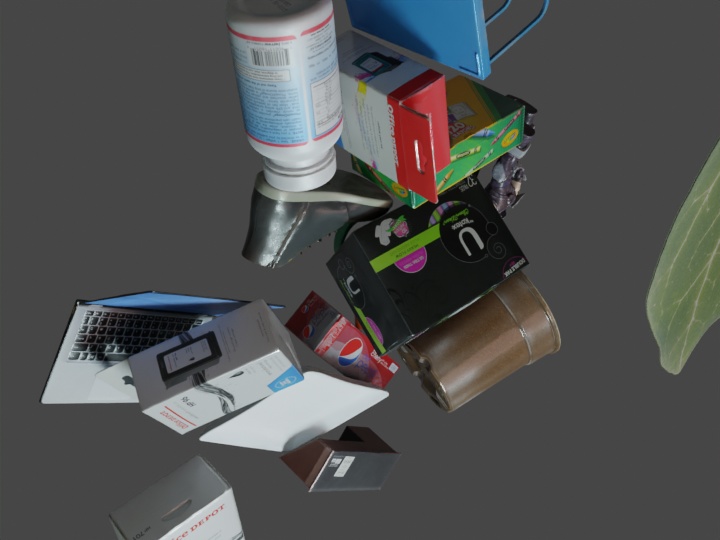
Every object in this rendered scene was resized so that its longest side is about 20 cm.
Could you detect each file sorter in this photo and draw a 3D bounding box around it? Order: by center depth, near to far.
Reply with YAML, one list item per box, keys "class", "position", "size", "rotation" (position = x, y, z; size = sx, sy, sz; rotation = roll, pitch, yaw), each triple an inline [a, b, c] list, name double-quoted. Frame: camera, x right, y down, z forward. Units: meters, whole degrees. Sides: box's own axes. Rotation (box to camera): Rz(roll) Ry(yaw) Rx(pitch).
- class: "file sorter"
  position: [0.082, -0.317, 0.875]
  size: [0.123, 0.199, 0.140]
  rotation: [-42, 141, -21]

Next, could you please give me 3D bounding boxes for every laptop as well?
- class: "laptop"
  position: [-0.217, 0.091, 0.930]
  size: [0.186, 0.116, 0.202]
  rotation: [10, 110, -49]

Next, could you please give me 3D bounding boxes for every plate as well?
- class: "plate"
  position: [-0.089, 0.187, 1.151]
  size: [0.199, 0.033, 0.199]
  rotation: [-33, 149, 23]

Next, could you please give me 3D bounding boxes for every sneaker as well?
- class: "sneaker"
  position: [-0.055, -0.063, 1.031]
  size: [0.198, 0.075, 0.107]
  rotation: [0, 123, -37]

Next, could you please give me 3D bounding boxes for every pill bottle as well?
- class: "pill bottle"
  position: [-0.074, -0.188, 0.876]
  size: [0.108, 0.108, 0.202]
  rotation: [-30, 137, -27]

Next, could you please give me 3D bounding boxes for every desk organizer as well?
- class: "desk organizer"
  position: [-0.029, 0.287, 1.300]
  size: [0.199, 0.077, 0.072]
  rotation: [21, 103, -56]

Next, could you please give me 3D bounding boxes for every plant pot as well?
- class: "plant pot"
  position: [0.167, 0.100, 1.300]
  size: [0.197, 0.200, 0.201]
  rotation: [-34, 139, -10]

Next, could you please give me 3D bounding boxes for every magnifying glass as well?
- class: "magnifying glass"
  position: [0.000, 0.000, 1.172]
  size: [0.079, 0.022, 0.202]
  rotation: [-28, 134, -29]

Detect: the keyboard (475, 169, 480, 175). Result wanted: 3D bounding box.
- class: "keyboard"
  position: [0.122, -0.115, 1.214]
  size: [0.126, 0.021, 0.202]
  rotation: [-5, 121, -51]

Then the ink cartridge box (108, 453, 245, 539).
- class: "ink cartridge box"
  position: [-0.239, 0.372, 1.144]
  size: [0.146, 0.086, 0.202]
  rotation: [-30, 135, -28]

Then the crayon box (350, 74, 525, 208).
- class: "crayon box"
  position: [0.098, -0.168, 1.066]
  size: [0.199, 0.118, 0.059]
  rotation: [-32, 138, -26]

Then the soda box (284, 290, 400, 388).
- class: "soda box"
  position: [-0.022, 0.108, 1.187]
  size: [0.064, 0.070, 0.200]
  rotation: [-50, 143, -5]

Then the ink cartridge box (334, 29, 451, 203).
- class: "ink cartridge box"
  position: [0.034, -0.171, 0.928]
  size: [0.067, 0.199, 0.117]
  rotation: [-34, 139, -22]

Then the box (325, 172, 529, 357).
- class: "box"
  position: [0.083, -0.008, 1.085]
  size: [0.199, 0.150, 0.124]
  rotation: [-29, 173, -26]

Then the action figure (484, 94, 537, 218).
- class: "action figure"
  position: [0.208, -0.147, 1.229]
  size: [0.130, 0.069, 0.202]
  rotation: [-48, 157, -42]

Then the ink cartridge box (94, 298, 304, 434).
- class: "ink cartridge box"
  position: [-0.173, 0.117, 0.926]
  size: [0.198, 0.068, 0.116]
  rotation: [-24, 155, 1]
